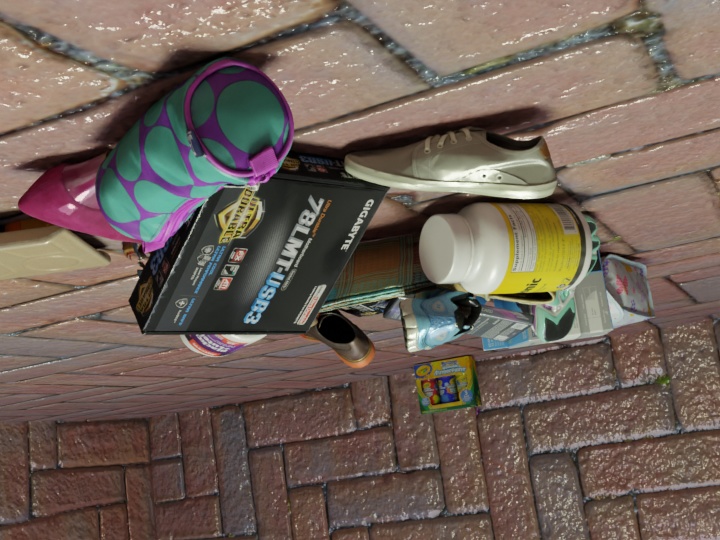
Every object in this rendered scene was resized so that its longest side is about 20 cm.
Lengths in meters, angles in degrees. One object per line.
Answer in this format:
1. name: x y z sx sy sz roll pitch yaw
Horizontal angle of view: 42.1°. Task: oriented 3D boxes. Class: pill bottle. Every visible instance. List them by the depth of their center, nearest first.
1. pill bottle: 0.176 -0.028 1.148 0.198 0.113 0.111 -1 167 -27
2. pill bottle: -0.196 0.063 1.342 0.110 0.113 0.200 -2 167 -27

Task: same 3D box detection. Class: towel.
1. towel: 0.000 0.000 1.206 0.197 0.022 0.147 -11 -151 8

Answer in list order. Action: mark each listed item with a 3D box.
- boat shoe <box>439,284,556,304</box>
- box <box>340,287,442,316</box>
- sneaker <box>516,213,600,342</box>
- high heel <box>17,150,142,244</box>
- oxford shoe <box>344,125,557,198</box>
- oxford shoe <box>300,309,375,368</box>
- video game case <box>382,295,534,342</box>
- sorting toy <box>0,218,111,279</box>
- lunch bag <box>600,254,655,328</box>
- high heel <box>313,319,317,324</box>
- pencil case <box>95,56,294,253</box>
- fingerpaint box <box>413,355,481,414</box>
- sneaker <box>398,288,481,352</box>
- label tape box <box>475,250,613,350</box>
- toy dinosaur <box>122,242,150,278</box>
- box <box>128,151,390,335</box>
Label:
1. boat shoe: 0.164 0.007 1.240 0.197 0.072 0.076 5 -149 2
2. box: 0.057 0.026 1.455 0.196 0.050 0.200 -9 167 17
3. sneaker: 0.262 -0.013 1.348 0.077 0.202 0.140 -2 -148 -27
4. high heel: -0.224 -0.045 0.879 0.095 0.068 0.200 -20 161 12
5. oxford shoe: 0.083 -0.104 0.864 0.197 0.059 0.075 4 -158 10
6. oxford shoe: -0.060 0.079 1.502 0.199 0.071 0.073 28 162 34
7. video game case: 0.140 0.068 1.380 0.197 0.019 0.143 12 165 -5
8. sorting toy: -0.386 -0.021 1.017 0.182 0.037 0.200 -8 173 0
9. lunch bag: 0.398 0.049 1.656 0.168 0.129 0.199 -19 158 38
10. high heel: -0.125 0.029 1.413 0.067 0.097 0.200 -25 -166 -14
11. pencil case: -0.133 -0.083 0.715 0.084 0.094 0.199 -20 180 -36
12. fingerpaint box: 0.289 0.382 3.121 0.198 0.169 0.073 -11 171 23
13. sneaker: 0.110 0.061 1.170 0.089 0.080 0.200 -8 -176 15
14. label tape box: 0.283 0.040 1.473 0.197 0.145 0.066 -7 169 -2
15. toy dinosaur: -0.164 -0.040 1.052 0.180 0.106 0.200 -18 -148 -21
16. box: -0.096 -0.023 0.900 0.197 0.050 0.201 4 129 -40
